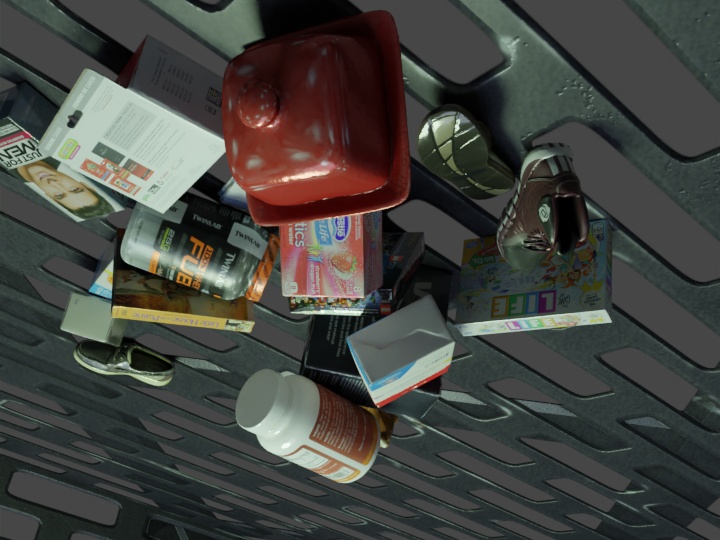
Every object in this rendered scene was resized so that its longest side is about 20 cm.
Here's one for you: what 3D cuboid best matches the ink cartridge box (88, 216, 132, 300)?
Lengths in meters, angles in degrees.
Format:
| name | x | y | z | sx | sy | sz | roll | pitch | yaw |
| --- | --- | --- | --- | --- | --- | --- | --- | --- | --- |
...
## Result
| name | x | y | z | sx | sy | sz | roll | pitch | yaw |
| --- | --- | --- | --- | --- | --- | --- | --- | --- | --- |
| ink cartridge box | -0.337 | -0.008 | 1.313 | 0.115 | 0.068 | 0.200 | 24 | 147 | -23 |

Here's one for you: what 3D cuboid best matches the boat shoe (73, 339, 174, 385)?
| name | x | y | z | sx | sy | sz | roll | pitch | yaw |
| --- | --- | --- | --- | --- | --- | --- | --- | --- | --- |
| boat shoe | -0.465 | 0.172 | 1.668 | 0.200 | 0.072 | 0.066 | 20 | 139 | -18 |

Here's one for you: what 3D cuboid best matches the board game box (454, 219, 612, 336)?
| name | x | y | z | sx | sy | sz | roll | pitch | yaw |
| --- | --- | --- | --- | --- | --- | --- | --- | --- | --- |
| board game box | 0.227 | 0.011 | 1.099 | 0.199 | 0.135 | 0.034 | -8 | 146 | 29 |

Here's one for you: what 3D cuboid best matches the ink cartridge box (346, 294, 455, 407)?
| name | x | y | z | sx | sy | sz | roll | pitch | yaw |
| --- | --- | --- | --- | --- | --- | --- | --- | --- | --- |
| ink cartridge box | 0.053 | 0.109 | 1.062 | 0.116 | 0.068 | 0.200 | -27 | 163 | -5 |

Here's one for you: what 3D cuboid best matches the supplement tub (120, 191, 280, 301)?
| name | x | y | z | sx | sy | sz | roll | pitch | yaw |
| --- | --- | --- | --- | --- | --- | --- | --- | --- | --- |
| supplement tub | -0.218 | -0.036 | 1.160 | 0.199 | 0.123 | 0.123 | 20 | 149 | -8 |

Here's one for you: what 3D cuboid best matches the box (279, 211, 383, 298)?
| name | x | y | z | sx | sy | sz | roll | pitch | yaw |
| --- | --- | --- | --- | --- | --- | --- | --- | --- | --- |
| box | -0.031 | -0.075 | 0.959 | 0.102 | 0.202 | 0.095 | 0 | -172 | 16 |

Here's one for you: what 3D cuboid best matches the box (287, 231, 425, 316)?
| name | x | y | z | sx | sy | sz | roll | pitch | yaw |
| --- | --- | --- | --- | --- | --- | --- | --- | --- | --- |
| box | 0.000 | 0.000 | 1.104 | 0.135 | 0.200 | 0.038 | 2 | 113 | 16 |

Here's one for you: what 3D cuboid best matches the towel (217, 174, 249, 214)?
| name | x | y | z | sx | sy | sz | roll | pitch | yaw |
| --- | --- | --- | --- | --- | --- | --- | --- | --- | --- |
| towel | -0.089 | -0.113 | 1.100 | 0.146 | 0.024 | 0.200 | 22 | 148 | -21 |

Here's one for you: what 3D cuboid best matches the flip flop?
| name | x | y | z | sx | sy | sz | roll | pitch | yaw |
| --- | --- | --- | --- | --- | --- | --- | --- | --- | --- |
| flip flop | 0.124 | -0.140 | 0.961 | 0.081 | 0.058 | 0.200 | -14 | 158 | 28 |

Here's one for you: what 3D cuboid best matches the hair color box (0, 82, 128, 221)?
| name | x | y | z | sx | sy | sz | roll | pitch | yaw |
| --- | --- | --- | --- | --- | --- | --- | --- | --- | --- |
| hair color box | -0.404 | -0.149 | 1.100 | 0.098 | 0.061 | 0.200 | -10 | 145 | 31 |

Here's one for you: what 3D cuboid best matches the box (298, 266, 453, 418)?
| name | x | y | z | sx | sy | sz | roll | pitch | yaw |
| --- | --- | --- | --- | --- | --- | --- | --- | --- | --- |
| box | 0.021 | 0.092 | 1.239 | 0.198 | 0.198 | 0.118 | 13 | 151 | -4 |

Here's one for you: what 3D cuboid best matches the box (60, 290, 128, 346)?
| name | x | y | z | sx | sy | sz | roll | pitch | yaw |
| --- | --- | --- | --- | --- | --- | --- | --- | --- | --- |
| box | -0.453 | 0.086 | 1.445 | 0.082 | 0.069 | 0.200 | 17 | 171 | -6 |

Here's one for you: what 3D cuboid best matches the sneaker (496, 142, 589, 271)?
| name | x | y | z | sx | sy | sz | roll | pitch | yaw |
| --- | --- | --- | --- | --- | --- | --- | --- | --- | --- |
| sneaker | 0.216 | -0.042 | 0.989 | 0.075 | 0.116 | 0.201 | -6 | 139 | -7 |

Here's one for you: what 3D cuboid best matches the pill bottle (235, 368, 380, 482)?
| name | x | y | z | sx | sy | sz | roll | pitch | yaw |
| --- | --- | --- | --- | --- | --- | --- | --- | --- | --- |
| pill bottle | -0.073 | 0.213 | 1.167 | 0.112 | 0.113 | 0.200 | -17 | 141 | 39 |

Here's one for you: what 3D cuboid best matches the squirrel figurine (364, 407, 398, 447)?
| name | x | y | z | sx | sy | sz | roll | pitch | yaw |
| --- | --- | --- | --- | --- | --- | --- | --- | --- | --- |
| squirrel figurine | 0.007 | 0.224 | 1.496 | 0.200 | 0.142 | 0.187 | -40 | 94 | 22 |

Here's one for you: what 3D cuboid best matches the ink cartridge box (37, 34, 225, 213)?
| name | x | y | z | sx | sy | sz | roll | pitch | yaw |
| --- | --- | --- | --- | --- | --- | --- | --- | --- | --- |
| ink cartridge box | -0.260 | -0.175 | 0.986 | 0.175 | 0.084 | 0.200 | 27 | 146 | -27 |

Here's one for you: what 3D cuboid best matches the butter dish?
| name | x | y | z | sx | sy | sz | roll | pitch | yaw |
| --- | --- | --- | --- | --- | --- | --- | --- | --- | --- |
| butter dish | -0.066 | -0.152 | 0.820 | 0.199 | 0.201 | 0.148 | -6 | 178 | 27 |

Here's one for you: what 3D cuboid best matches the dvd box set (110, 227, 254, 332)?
| name | x | y | z | sx | sy | sz | roll | pitch | yaw |
| --- | --- | --- | --- | --- | --- | --- | --- | --- | --- |
| dvd box set | -0.255 | 0.014 | 1.208 | 0.198 | 0.147 | 0.029 | 9 | 137 | -22 |
